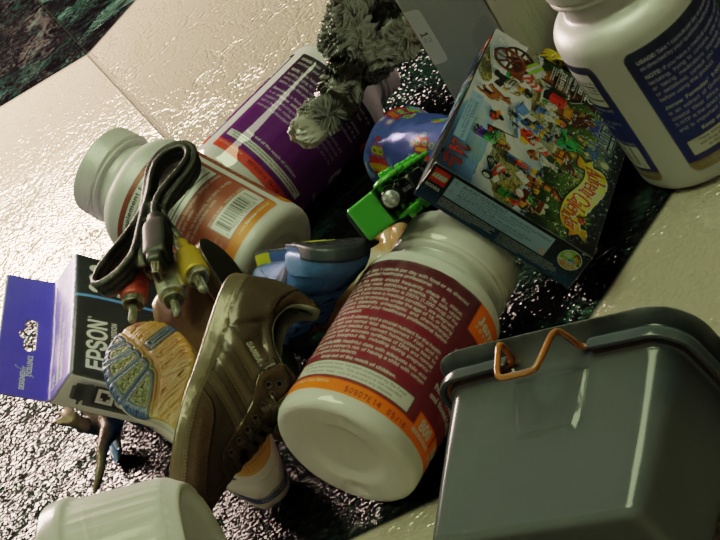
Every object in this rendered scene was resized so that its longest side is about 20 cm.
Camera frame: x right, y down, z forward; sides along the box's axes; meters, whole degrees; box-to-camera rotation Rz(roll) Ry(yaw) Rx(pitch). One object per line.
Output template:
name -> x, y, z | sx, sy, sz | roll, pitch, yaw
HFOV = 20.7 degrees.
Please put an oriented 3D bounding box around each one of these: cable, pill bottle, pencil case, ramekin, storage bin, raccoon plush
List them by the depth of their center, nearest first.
storage bin -> 0.134, 0.119, 1.225 | 0.200, 0.146, 0.135 | -16, 45, 37
ramekin -> -0.130, 0.230, 1.309 | 0.094, 0.203, 0.203 | -23, 29, 3
pill bottle -> 0.033, 0.059, 1.448 | 0.114, 0.114, 0.200 | -7, 41, 45
pill bottle -> 0.215, -0.171, 1.482 | 0.119, 0.200, 0.120 | -28, 29, 17
cable -> -0.170, -0.029, 1.637 | 0.097, 0.050, 0.200 | -20, 34, 11
pencil case -> 0.086, -0.097, 1.663 | 0.087, 0.078, 0.200 | -7, 9, -32
pill bottle -> -0.152, -0.047, 1.743 | 0.200, 0.112, 0.112 | 29, 65, 23
raccoon plush -> -0.014, -0.205, 1.794 | 0.200, 0.097, 0.134 | -44, 9, -4
pill bottle -> -0.056, -0.132, 1.848 | 0.200, 0.113, 0.112 | -46, 28, -15

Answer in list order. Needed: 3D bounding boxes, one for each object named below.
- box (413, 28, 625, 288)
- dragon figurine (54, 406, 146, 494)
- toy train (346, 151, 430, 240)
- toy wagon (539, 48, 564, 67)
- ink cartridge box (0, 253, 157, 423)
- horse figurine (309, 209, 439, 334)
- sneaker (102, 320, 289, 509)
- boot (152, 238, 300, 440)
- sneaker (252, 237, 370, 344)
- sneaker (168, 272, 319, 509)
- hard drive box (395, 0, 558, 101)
box -> 0.131, -0.090, 1.514 | 0.038, 0.136, 0.200 | -56, 6, 40
dragon figurine -> -0.213, 0.125, 1.697 | 0.059, 0.099, 0.200 | -43, 40, 8
toy train -> 0.029, -0.057, 1.535 | 0.056, 0.042, 0.200 | -39, 0, 13
toy wagon -> 0.238, -0.239, 1.737 | 0.200, 0.040, 0.155 | -46, 28, -13
ink cartridge box -> -0.204, 0.059, 1.667 | 0.198, 0.199, 0.044 | -102, 29, -60
horse figurine -> 0.000, 0.000, 1.648 | 0.200, 0.050, 0.133 | -38, 25, -5
sneaker -> -0.130, 0.118, 1.538 | 0.075, 0.088, 0.200 | -39, 49, -10
boot -> -0.107, 0.071, 1.605 | 0.075, 0.074, 0.200 | -41, 54, 15
sneaker -> -0.036, 0.016, 1.532 | 0.066, 0.079, 0.200 | -2, -4, -18
sneaker -> -0.085, 0.094, 1.432 | 0.075, 0.070, 0.201 | 10, 66, 8
hard drive box -> 0.119, -0.253, 1.769 | 0.077, 0.156, 0.200 | -14, 35, 30
